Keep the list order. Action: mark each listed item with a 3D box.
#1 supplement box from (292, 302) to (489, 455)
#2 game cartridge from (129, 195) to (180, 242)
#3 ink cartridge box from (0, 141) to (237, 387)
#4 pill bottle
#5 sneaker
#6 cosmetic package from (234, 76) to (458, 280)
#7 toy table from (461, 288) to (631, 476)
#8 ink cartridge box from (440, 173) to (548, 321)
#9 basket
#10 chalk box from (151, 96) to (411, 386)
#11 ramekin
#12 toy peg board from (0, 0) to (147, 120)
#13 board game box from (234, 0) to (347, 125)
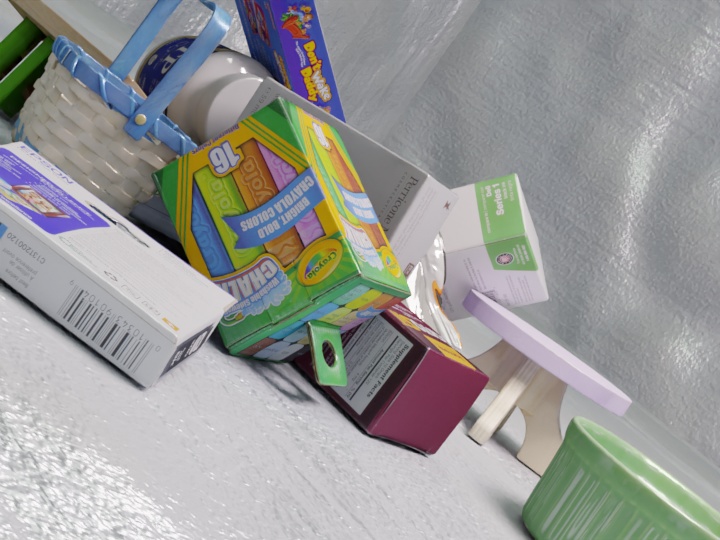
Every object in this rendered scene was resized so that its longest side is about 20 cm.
[{"bbox_3d":[-0.004,0.056,1.255,0.200,0.086,0.110,40,7,35],"label":"supplement box"},{"bbox_3d":[-0.115,-0.023,1.360,0.133,0.041,0.200,30,3,42],"label":"game cartridge"},{"bbox_3d":[-0.182,-0.012,0.965,0.198,0.043,0.200,36,8,2],"label":"ink cartridge box"},{"bbox_3d":[-0.146,-0.165,1.501,0.119,0.120,0.200,32,0,-30],"label":"pill bottle"},{"bbox_3d":[0.035,0.053,1.358,0.092,0.201,0.076,-4,-18,-21],"label":"sneaker"},{"bbox_3d":[-0.024,-0.079,1.322,0.200,0.102,0.074,32,2,29],"label":"cosmetic package"},{"bbox_3d":[0.164,0.123,1.547,0.200,0.117,0.184,37,6,21],"label":"toy table"},{"bbox_3d":[0.088,-0.012,1.598,0.146,0.199,0.085,62,19,-57],"label":"ink cartridge box"},{"bbox_3d":[-0.186,-0.144,1.208,0.139,0.200,0.176,33,8,-23],"label":"basket"},{"bbox_3d":[-0.050,-0.008,1.147,0.201,0.124,0.125,64,14,14],"label":"chalk box"},{"bbox_3d":[0.231,0.221,1.250,0.200,0.098,0.200,35,6,-4],"label":"ramekin"},{"bbox_3d":[-0.264,-0.143,1.414,0.200,0.098,0.199,41,-8,31],"label":"toy peg board"},{"bbox_3d":[-0.067,-0.194,1.508,0.134,0.045,0.201,-141,-148,-63],"label":"board game box"}]
